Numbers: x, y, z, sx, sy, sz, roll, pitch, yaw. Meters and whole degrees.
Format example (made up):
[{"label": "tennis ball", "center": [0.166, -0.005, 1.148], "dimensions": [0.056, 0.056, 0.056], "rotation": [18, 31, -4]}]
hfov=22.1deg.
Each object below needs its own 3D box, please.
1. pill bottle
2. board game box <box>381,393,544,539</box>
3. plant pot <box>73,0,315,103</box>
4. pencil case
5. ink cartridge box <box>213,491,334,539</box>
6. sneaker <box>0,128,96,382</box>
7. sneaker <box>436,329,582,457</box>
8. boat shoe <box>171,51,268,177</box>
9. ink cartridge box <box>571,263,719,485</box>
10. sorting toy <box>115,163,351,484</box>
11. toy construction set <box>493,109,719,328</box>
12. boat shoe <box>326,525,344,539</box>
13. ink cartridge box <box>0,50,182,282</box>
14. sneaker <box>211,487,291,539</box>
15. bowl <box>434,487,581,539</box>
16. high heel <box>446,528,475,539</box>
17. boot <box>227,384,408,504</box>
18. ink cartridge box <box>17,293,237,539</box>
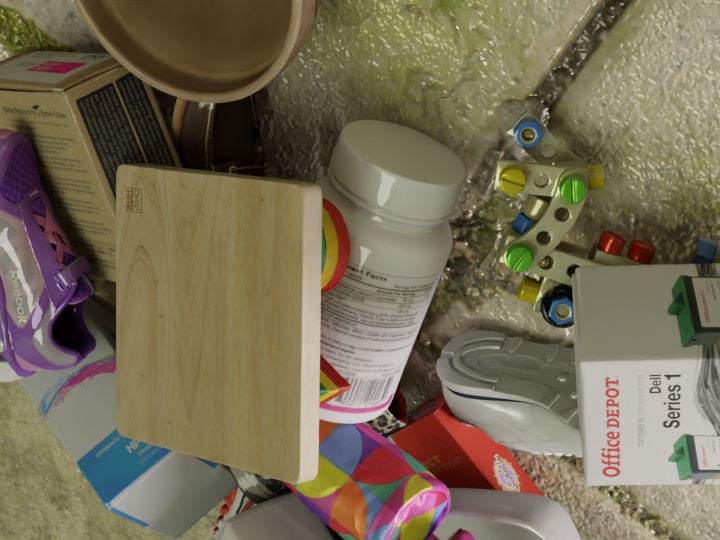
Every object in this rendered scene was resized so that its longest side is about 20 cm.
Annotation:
[{"label": "pill bottle", "center": [0.000, 0.000, 1.342], "dimensions": [0.113, 0.113, 0.200], "rotation": [28, 116, 15]}, {"label": "board game box", "center": [0.082, 0.205, 1.502], "dimensions": [0.200, 0.040, 0.153], "rotation": [51, 134, -7]}, {"label": "plant pot", "center": [-0.106, -0.227, 1.289], "dimensions": [0.200, 0.093, 0.201], "rotation": [17, 128, 23]}, {"label": "pencil case", "center": [-0.024, 0.143, 1.380], "dimensions": [0.200, 0.088, 0.089], "rotation": [38, 136, 27]}, {"label": "ink cartridge box", "center": [-0.048, 0.299, 1.478], "dimensions": [0.200, 0.085, 0.146], "rotation": [58, 144, 24]}, {"label": "sneaker", "center": [-0.243, -0.009, 1.400], "dimensions": [0.088, 0.080, 0.201], "rotation": [5, 110, 24]}, {"label": "sneaker", "center": [0.153, 0.106, 1.374], "dimensions": [0.200, 0.076, 0.081], "rotation": [19, 141, 29]}, {"label": "boat shoe", "center": [-0.100, -0.078, 1.407], "dimensions": [0.070, 0.070, 0.200], "rotation": [36, 145, 25]}, {"label": "ink cartridge box", "center": [0.239, 0.069, 1.200], "dimensions": [0.200, 0.084, 0.146], "rotation": [-2, 140, 8]}, {"label": "sorting toy", "center": [-0.085, 0.030, 1.301], "dimensions": [0.199, 0.070, 0.200], "rotation": [9, 101, 44]}, {"label": "toy construction set", "center": [0.177, -0.017, 1.257], "dimensions": [0.200, 0.092, 0.131], "rotation": [22, 106, 11]}, {"label": "boat shoe", "center": [-0.019, 0.277, 1.571], "dimensions": [0.076, 0.074, 0.200], "rotation": [36, 148, 38]}, {"label": "ink cartridge box", "center": [-0.215, -0.083, 1.433], "dimensions": [0.200, 0.075, 0.165], "rotation": [13, 127, 55]}, {"label": "sneaker", "center": [-0.079, 0.217, 1.595], "dimensions": [0.082, 0.078, 0.200], "rotation": [24, 131, 17]}, {"label": "bowl", "center": [0.105, 0.250, 1.438], "dimensions": [0.200, 0.075, 0.200], "rotation": [-3, 118, 37]}, {"label": "high heel", "center": [0.090, 0.269, 1.365], "dimensions": [0.096, 0.067, 0.200], "rotation": [33, 148, 24]}, {"label": "boot", "center": [-0.060, 0.069, 1.489], "dimensions": [0.154, 0.073, 0.204], "rotation": [-28, 80, 23]}, {"label": "ink cartridge box", "center": [-0.201, 0.108, 1.509], "dimensions": [0.200, 0.085, 0.145], "rotation": [49, -179, 24]}]
